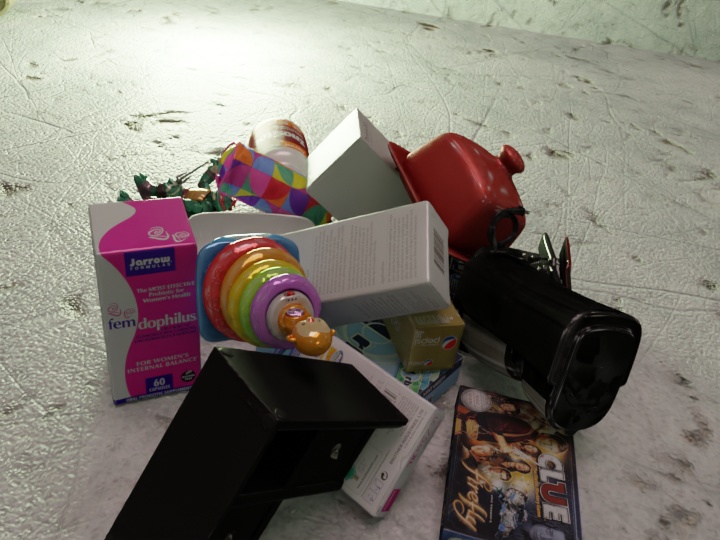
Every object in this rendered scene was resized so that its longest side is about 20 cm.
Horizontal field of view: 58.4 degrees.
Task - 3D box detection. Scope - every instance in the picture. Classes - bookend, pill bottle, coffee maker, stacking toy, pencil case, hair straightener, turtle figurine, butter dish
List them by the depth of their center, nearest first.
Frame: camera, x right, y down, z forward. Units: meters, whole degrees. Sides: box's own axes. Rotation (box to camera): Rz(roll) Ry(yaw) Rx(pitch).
[{"bbox_3d":[-0.085,0.184,0.576,0.092,0.202,0.198,38,10,33],"label":"bookend"},{"bbox_3d":[-0.079,0.036,0.608,0.114,0.112,0.199,-5,15,-27],"label":"stacking toy"},{"bbox_3d":[0.201,0.052,0.736,0.132,0.196,0.200,-18,25,-20],"label":"coffee maker"},{"bbox_3d":[0.160,-0.114,0.893,0.198,0.147,0.202,20,40,-50],"label":"butter dish"},{"bbox_3d":[0.267,0.008,0.933,0.075,0.041,0.201,14,39,5],"label":"hair straightener"},{"bbox_3d":[-0.127,-0.120,0.992,0.198,0.089,0.089,27,25,-26],"label":"pencil case"},{"bbox_3d":[-0.277,-0.124,1.032,0.195,0.103,0.150,-3,17,12],"label":"turtle figurine"},{"bbox_3d":[-0.139,-0.178,1.127,0.110,0.115,0.201,0,35,-12],"label":"pill bottle"}]

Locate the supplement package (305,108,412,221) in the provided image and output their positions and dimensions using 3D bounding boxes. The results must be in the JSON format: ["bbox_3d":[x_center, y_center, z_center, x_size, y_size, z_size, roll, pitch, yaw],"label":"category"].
[{"bbox_3d":[0.024,-0.121,0.984,0.199,0.117,0.118,41,24,-26],"label":"supplement package"}]

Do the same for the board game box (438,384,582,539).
[{"bbox_3d":[0.158,0.215,0.677,0.133,0.035,0.201,12,34,6],"label":"board game box"}]

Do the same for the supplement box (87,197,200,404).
[{"bbox_3d":[-0.235,0.033,0.713,0.099,0.203,0.104,-8,36,-22],"label":"supplement box"}]

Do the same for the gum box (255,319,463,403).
[{"bbox_3d":[-0.002,0.109,0.792,0.198,0.045,0.169,30,39,30],"label":"gum box"}]

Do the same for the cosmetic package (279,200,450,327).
[{"bbox_3d":[0.000,0.000,0.742,0.196,0.071,0.103,-10,61,25],"label":"cosmetic package"}]

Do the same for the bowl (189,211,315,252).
[{"bbox_3d":[-0.154,-0.003,0.899,0.195,0.076,0.202,2,35,-10],"label":"bowl"}]

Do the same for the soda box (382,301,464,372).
[{"bbox_3d":[0.061,0.036,0.813,0.063,0.069,0.201,-1,34,-15],"label":"soda box"}]

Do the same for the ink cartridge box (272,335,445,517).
[{"bbox_3d":[-0.022,0.145,0.679,0.198,0.121,0.042,31,-5,29],"label":"ink cartridge box"}]

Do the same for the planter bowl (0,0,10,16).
[{"bbox_3d":[-1.062,-0.806,1.820,0.196,0.201,0.137,-9,63,-24],"label":"planter bowl"}]

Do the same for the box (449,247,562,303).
[{"bbox_3d":[0.214,0.031,0.951,0.189,0.048,0.201,12,34,9],"label":"box"}]
